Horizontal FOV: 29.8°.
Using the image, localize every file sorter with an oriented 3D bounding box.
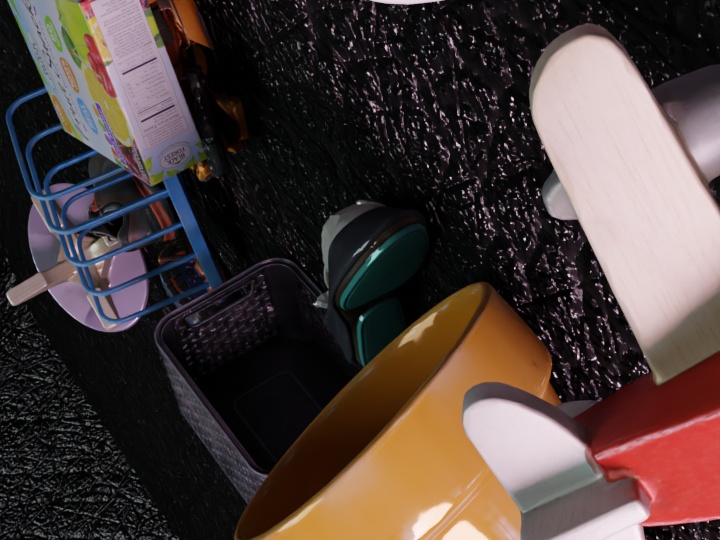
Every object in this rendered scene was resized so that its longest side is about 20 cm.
[{"bbox_3d":[-0.220,-0.068,1.219,0.201,0.122,0.139,73,173,-53],"label":"file sorter"}]

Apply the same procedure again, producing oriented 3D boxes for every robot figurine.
[{"bbox_3d":[-0.145,-0.165,1.038,0.145,0.058,0.202,26,141,62],"label":"robot figurine"}]

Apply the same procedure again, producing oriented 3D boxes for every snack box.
[{"bbox_3d":[-0.196,-0.156,1.008,0.200,0.053,0.143,31,144,55],"label":"snack box"}]

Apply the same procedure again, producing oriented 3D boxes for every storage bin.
[{"bbox_3d":[-0.061,0.100,1.084,0.200,0.134,0.094,46,157,39],"label":"storage bin"}]

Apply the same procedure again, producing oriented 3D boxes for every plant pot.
[{"bbox_3d":[0.062,0.141,0.755,0.183,0.200,0.200,45,163,-5],"label":"plant pot"}]

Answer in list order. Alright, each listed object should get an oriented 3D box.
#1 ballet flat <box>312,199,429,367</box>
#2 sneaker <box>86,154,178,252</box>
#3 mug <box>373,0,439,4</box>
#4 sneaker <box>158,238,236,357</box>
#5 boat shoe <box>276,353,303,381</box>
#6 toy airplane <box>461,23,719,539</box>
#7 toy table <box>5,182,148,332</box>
[{"bbox_3d":[0.000,0.000,0.877,0.073,0.073,0.200,53,163,21],"label":"ballet flat"},{"bbox_3d":[-0.274,-0.079,1.489,0.200,0.081,0.078,36,151,52],"label":"sneaker"},{"bbox_3d":[-0.027,-0.185,0.445,0.176,0.199,0.148,54,167,39],"label":"mug"},{"bbox_3d":[-0.140,0.063,1.380,0.078,0.075,0.202,98,148,-76],"label":"sneaker"},{"bbox_3d":[-0.053,0.132,1.257,0.062,0.072,0.200,31,160,9],"label":"boat shoe"},{"bbox_3d":[0.134,0.033,0.433,0.197,0.141,0.201,21,134,14],"label":"toy airplane"},{"bbox_3d":[-0.342,-0.015,1.657,0.200,0.184,0.117,48,178,-1],"label":"toy table"}]
